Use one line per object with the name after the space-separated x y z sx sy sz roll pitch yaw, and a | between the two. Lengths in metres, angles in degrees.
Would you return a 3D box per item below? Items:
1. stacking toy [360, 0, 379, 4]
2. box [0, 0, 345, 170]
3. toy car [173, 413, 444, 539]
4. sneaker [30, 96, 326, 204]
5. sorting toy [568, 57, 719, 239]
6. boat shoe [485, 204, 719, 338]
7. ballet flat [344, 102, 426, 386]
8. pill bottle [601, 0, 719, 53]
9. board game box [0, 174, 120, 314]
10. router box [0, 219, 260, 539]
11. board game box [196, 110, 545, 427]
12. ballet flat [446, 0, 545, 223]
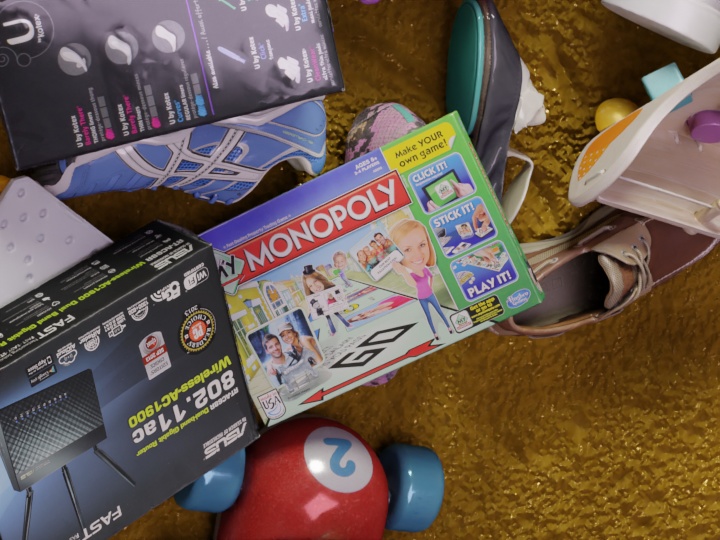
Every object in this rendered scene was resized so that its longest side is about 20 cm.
0.019 -0.212 1.328 0.200 0.110 0.116 -16 111 -2 | stacking toy
-0.123 -0.146 1.244 0.200 0.122 0.106 -15 112 -6 | box
-0.019 0.203 1.368 0.184 0.200 0.177 9 102 -25 | toy car
-0.108 -0.074 1.316 0.200 0.076 0.077 -18 107 -16 | sneaker
0.267 -0.101 1.399 0.200 0.107 0.180 16 144 -27 | sorting toy
0.172 0.002 1.458 0.200 0.072 0.076 -23 113 -15 | boat shoe
0.017 -0.010 1.391 0.069 0.071 0.200 -1 106 -23 | ballet flat
0.240 -0.252 1.388 0.113 0.113 0.200 22 96 -26 | pill bottle
-0.207 0.069 1.301 0.200 0.026 0.200 41 77 -44 | board game box
-0.166 0.082 1.281 0.200 0.062 0.150 -32 126 -30 | router box
0.000 0.000 1.346 0.200 0.029 0.135 -25 94 11 | board game box
0.086 -0.089 1.397 0.073 0.073 0.200 -1 113 -22 | ballet flat
